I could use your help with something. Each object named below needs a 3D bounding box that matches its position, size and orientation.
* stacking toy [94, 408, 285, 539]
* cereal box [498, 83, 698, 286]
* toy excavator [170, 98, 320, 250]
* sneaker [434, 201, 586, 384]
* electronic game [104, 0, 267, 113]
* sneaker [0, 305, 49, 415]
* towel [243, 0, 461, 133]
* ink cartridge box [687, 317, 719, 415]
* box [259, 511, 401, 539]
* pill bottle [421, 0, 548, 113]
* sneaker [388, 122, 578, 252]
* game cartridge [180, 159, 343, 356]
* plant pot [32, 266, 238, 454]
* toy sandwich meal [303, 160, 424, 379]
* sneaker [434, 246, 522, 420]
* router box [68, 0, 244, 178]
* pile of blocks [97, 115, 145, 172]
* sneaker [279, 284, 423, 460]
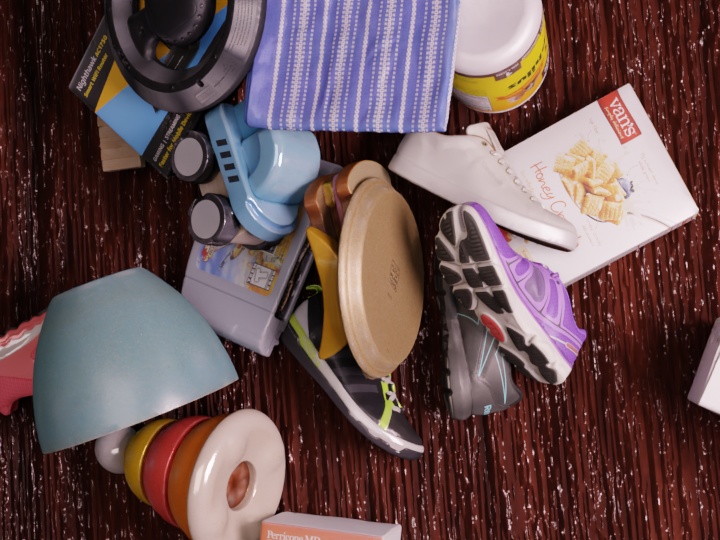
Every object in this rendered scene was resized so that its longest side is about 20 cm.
[{"bbox_3d":[-0.186,0.197,1.166,0.197,0.145,0.149,9,86,32],"label":"stacking toy"},{"bbox_3d":[0.208,-0.070,1.132,0.198,0.039,0.146,-29,78,9],"label":"cereal box"},{"bbox_3d":[-0.078,-0.138,1.088,0.198,0.099,0.197,-27,73,28],"label":"toy excavator"},{"bbox_3d":[0.141,0.012,1.072,0.084,0.080,0.201,-49,117,-27],"label":"sneaker"},{"bbox_3d":[-0.164,-0.247,1.067,0.197,0.041,0.204,5,98,35],"label":"electronic game"},{"bbox_3d":[-0.320,0.083,1.225,0.198,0.074,0.088,-29,95,10],"label":"sneaker"},{"bbox_3d":[-0.011,-0.194,1.008,0.197,0.024,0.148,4,84,25],"label":"towel"},{"bbox_3d":[0.398,0.118,1.019,0.197,0.146,0.087,22,91,13],"label":"ink cartridge box"},{"bbox_3d":[-0.035,0.344,1.114,0.122,0.097,0.204,4,85,12],"label":"box"},{"bbox_3d":[0.120,-0.213,1.082,0.107,0.200,0.112,-1,84,12],"label":"pill bottle"},{"bbox_3d":[0.126,-0.090,1.094,0.198,0.073,0.086,29,93,16],"label":"sneaker"},{"bbox_3d":[-0.106,-0.028,1.175,0.132,0.041,0.203,19,84,28],"label":"game cartridge"},{"bbox_3d":[-0.232,0.076,1.120,0.197,0.200,0.137,-20,90,9],"label":"plant pot"},{"bbox_3d":[0.000,0.000,1.098,0.069,0.205,0.209,-1,84,24],"label":"toy sandwich meal"},{"bbox_3d":[0.114,0.042,1.135,0.078,0.075,0.204,-5,90,-2],"label":"sneaker"},{"bbox_3d":[-0.184,-0.217,1.137,0.149,0.051,0.201,40,114,14],"label":"router box"},{"bbox_3d":[-0.185,-0.166,1.216,0.198,0.062,0.083,-32,81,16],"label":"pile of blocks"},{"bbox_3d":[0.003,0.096,1.144,0.083,0.072,0.200,-44,78,3],"label":"sneaker"}]
